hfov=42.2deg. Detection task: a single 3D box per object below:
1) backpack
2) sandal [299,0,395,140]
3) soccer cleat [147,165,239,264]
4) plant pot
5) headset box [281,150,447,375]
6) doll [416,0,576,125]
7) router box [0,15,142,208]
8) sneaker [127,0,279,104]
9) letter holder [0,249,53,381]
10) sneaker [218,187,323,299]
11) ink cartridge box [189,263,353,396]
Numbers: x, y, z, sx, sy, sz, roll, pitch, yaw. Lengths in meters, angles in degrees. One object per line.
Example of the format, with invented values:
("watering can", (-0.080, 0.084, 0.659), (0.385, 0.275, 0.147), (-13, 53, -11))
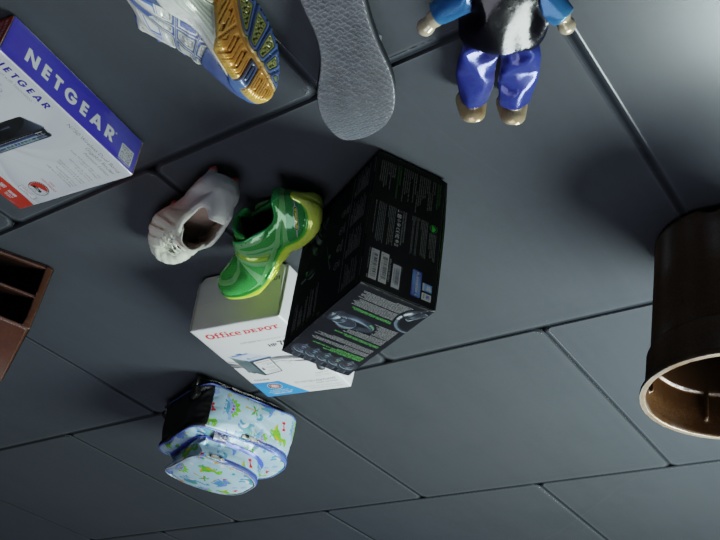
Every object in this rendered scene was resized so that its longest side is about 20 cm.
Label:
("backpack", (-0.219, 0.289, 1.550), (0.199, 0.147, 0.183), (22, 147, -24))
("sandal", (-0.009, -0.207, 0.863), (0.076, 0.043, 0.201), (-4, 136, 6))
("soccer cleat", (-0.205, -0.048, 1.102), (0.069, 0.078, 0.200), (25, 144, -23))
("plant pot", (0.399, 0.051, 1.010), (0.199, 0.199, 0.201), (5, 147, 3))
("headset box", (0.000, 0.000, 1.041), (0.093, 0.175, 0.200), (23, 143, -20))
("doll", (0.117, -0.211, 0.815), (0.136, 0.049, 0.200), (4, 147, 4))
("router box", (-0.367, -0.160, 0.996), (0.179, 0.049, 0.200), (-12, 141, 28))
("sneaker", (-0.152, -0.229, 0.840), (0.088, 0.075, 0.200), (-4, 140, 37))
("letter holder", (-0.536, 0.054, 1.311), (0.142, 0.101, 0.200), (24, 144, -19))
("sneaker", (-0.121, -0.039, 1.108), (0.083, 0.074, 0.200), (23, 135, -25))
("ink cartridge box", (-0.114, 0.087, 1.280), (0.146, 0.086, 0.200), (-11, 144, 26))
